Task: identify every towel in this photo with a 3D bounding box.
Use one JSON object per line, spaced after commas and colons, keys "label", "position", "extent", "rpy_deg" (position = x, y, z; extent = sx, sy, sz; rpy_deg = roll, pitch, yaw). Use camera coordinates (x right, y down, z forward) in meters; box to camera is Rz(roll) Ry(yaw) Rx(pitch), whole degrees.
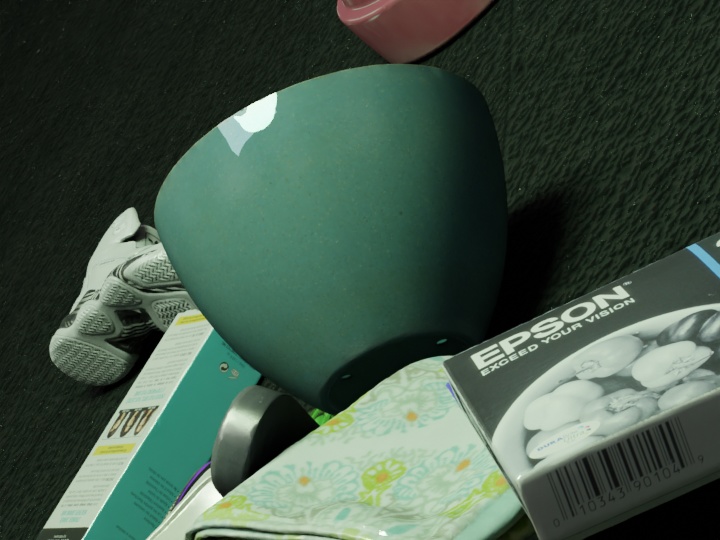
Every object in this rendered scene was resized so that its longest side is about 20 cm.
{"label": "towel", "position": [0.038, 0.093, 1.160], "extent": [0.170, 0.049, 0.199], "rpy_deg": [4, 28, 45]}

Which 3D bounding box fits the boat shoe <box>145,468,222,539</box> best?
{"label": "boat shoe", "position": [-0.107, 0.177, 1.282], "extent": [0.072, 0.066, 0.201], "rpy_deg": [22, 73, 37]}

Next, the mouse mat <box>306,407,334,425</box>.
{"label": "mouse mat", "position": [-0.035, 0.141, 1.449], "extent": [0.161, 0.008, 0.201], "rpy_deg": [-32, 27, 43]}

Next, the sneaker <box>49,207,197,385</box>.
{"label": "sneaker", "position": [-0.151, -0.002, 1.850], "extent": [0.200, 0.075, 0.115], "rpy_deg": [-36, 27, 45]}

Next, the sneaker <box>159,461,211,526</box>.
{"label": "sneaker", "position": [-0.096, 0.178, 1.368], "extent": [0.201, 0.069, 0.100], "rpy_deg": [-68, 7, -27]}

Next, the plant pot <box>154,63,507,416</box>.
{"label": "plant pot", "position": [0.000, 0.000, 1.395], "extent": [0.200, 0.199, 0.136], "rpy_deg": [-39, 58, 31]}

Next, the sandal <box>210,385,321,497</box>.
{"label": "sandal", "position": [-0.018, 0.111, 1.272], "extent": [0.043, 0.200, 0.077], "rpy_deg": [16, 84, 23]}

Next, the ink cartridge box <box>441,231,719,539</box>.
{"label": "ink cartridge box", "position": [0.138, 0.029, 1.094], "extent": [0.197, 0.044, 0.200], "rpy_deg": [-24, 19, -3]}

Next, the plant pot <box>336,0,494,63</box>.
{"label": "plant pot", "position": [0.022, -0.279, 1.803], "extent": [0.200, 0.179, 0.200], "rpy_deg": [-42, 21, 21]}

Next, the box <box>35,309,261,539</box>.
{"label": "box", "position": [-0.134, 0.118, 1.643], "extent": [0.201, 0.049, 0.082], "rpy_deg": [-59, 21, -20]}
